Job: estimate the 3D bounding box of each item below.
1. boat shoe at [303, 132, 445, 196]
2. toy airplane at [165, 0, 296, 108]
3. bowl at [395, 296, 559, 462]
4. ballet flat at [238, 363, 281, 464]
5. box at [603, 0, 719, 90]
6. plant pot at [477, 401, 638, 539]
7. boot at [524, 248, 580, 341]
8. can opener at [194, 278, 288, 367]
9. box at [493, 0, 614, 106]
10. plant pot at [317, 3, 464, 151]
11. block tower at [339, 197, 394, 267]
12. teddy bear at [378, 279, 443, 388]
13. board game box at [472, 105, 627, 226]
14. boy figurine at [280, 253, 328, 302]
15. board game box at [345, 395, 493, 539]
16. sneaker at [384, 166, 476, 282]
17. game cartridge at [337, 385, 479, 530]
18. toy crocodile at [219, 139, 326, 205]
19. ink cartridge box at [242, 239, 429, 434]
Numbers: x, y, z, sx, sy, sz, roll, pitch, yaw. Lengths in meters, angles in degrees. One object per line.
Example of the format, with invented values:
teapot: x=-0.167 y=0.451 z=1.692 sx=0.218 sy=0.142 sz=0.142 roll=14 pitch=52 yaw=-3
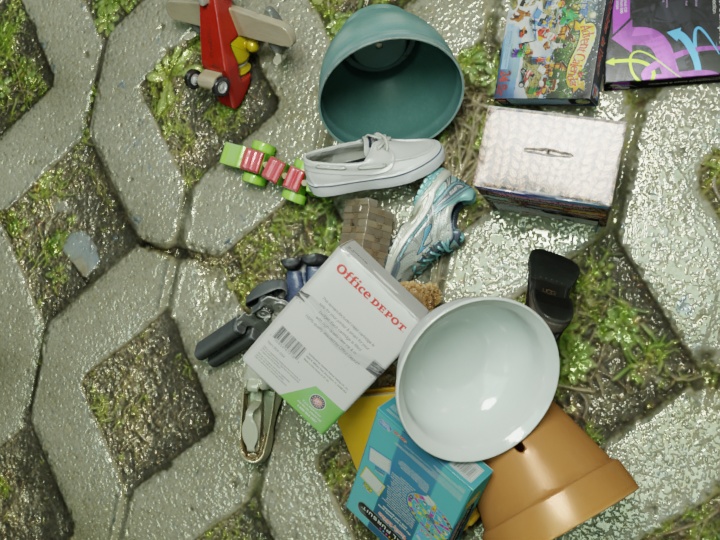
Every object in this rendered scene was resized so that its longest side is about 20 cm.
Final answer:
boat shoe: x=0.018 y=-0.156 z=0.990 sx=0.199 sy=0.066 sz=0.074 roll=-15 pitch=43 yaw=0
toy airplane: x=-0.199 y=-0.377 z=1.086 sx=0.199 sy=0.141 sz=0.201 roll=-32 pitch=91 yaw=45
bowl: x=0.123 y=0.112 z=0.833 sx=0.200 sy=0.090 sz=0.202 roll=-5 pitch=108 yaw=-14
ballet flat: x=-0.153 y=0.195 z=1.076 sx=0.069 sy=0.069 sz=0.201 roll=4 pitch=88 yaw=18
box: x=0.426 y=-0.319 z=0.940 sx=0.199 sy=0.036 sz=0.144 roll=0 pitch=86 yaw=17
plant pot: x=0.220 y=0.259 z=0.894 sx=0.200 sy=0.200 sz=0.140 roll=-35 pitch=67 yaw=12
boot: x=0.223 y=0.080 z=0.944 sx=0.069 sy=0.200 sz=0.175 roll=20 pitch=125 yaw=7
can opener: x=-0.174 y=0.079 z=1.076 sx=0.200 sy=0.053 sz=0.067 roll=-32 pitch=39 yaw=35
box: x=0.266 y=-0.327 z=0.971 sx=0.136 sy=0.038 sz=0.201 roll=9 pitch=90 yaw=34
plant pot: x=0.034 y=-0.283 z=0.994 sx=0.199 sy=0.200 sz=0.135 roll=-19 pitch=54 yaw=15
block tower: x=0.000 y=0.000 z=1.027 sx=0.054 sy=0.058 sz=0.201 roll=2 pitch=82 yaw=47
teddy bear: x=0.063 y=0.108 z=0.994 sx=0.144 sy=0.067 sz=0.201 roll=-19 pitch=107 yaw=1
board game box: x=0.241 y=-0.126 z=0.900 sx=0.159 sy=0.200 sz=0.097 roll=11 pitch=90 yaw=17
boy figurine: x=-0.079 y=0.080 z=1.061 sx=0.124 sy=0.064 sz=0.201 roll=-6 pitch=82 yaw=12
board game box: x=0.067 y=0.279 z=0.906 sx=0.151 sy=0.047 sz=0.201 roll=37 pitch=131 yaw=28
sneaker: x=0.097 y=-0.044 z=1.007 sx=0.086 sy=0.078 sz=0.201 roll=26 pitch=95 yaw=13
game cartridge: x=0.058 y=0.252 z=0.962 sx=0.176 sy=0.032 sz=0.201 roll=-13 pitch=102 yaw=44
toy crocodile: x=-0.131 y=-0.153 z=1.091 sx=0.199 sy=0.062 sz=0.068 roll=24 pitch=94 yaw=18
ink cartridge box: x=-0.029 y=0.083 z=0.914 sx=0.145 sy=0.084 sz=0.200 roll=43 pitch=105 yaw=2
